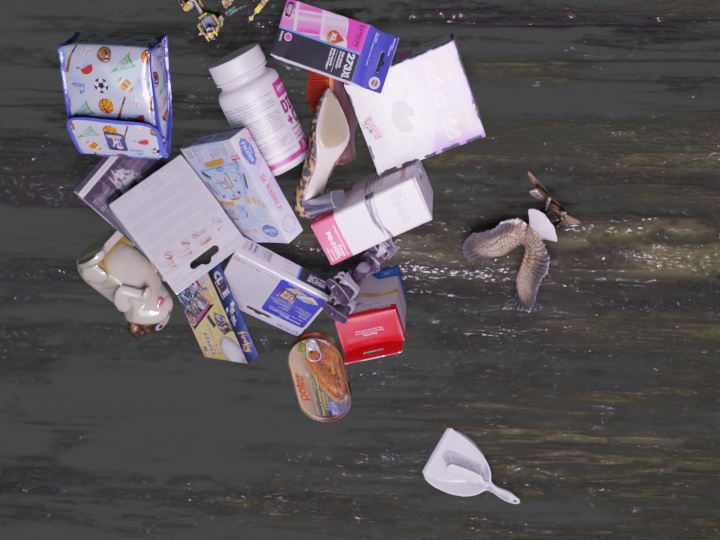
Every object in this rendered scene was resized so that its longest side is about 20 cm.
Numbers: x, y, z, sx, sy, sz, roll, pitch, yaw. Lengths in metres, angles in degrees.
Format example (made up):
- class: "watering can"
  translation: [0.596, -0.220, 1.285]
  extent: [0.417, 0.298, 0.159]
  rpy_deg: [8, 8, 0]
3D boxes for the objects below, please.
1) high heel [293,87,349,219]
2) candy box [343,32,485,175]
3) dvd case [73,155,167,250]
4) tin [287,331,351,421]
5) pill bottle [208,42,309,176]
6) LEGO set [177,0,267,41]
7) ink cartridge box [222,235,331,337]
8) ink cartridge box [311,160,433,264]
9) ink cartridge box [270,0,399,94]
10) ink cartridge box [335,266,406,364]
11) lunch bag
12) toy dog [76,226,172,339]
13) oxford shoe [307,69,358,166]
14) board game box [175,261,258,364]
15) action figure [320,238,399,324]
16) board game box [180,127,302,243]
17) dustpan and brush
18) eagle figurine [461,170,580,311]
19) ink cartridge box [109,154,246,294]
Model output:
- class: "high heel"
  translation: [-0.080, -0.192, 1.462]
  extent: [0.070, 0.141, 0.206]
  rpy_deg: [1, 85, -34]
- class: "candy box"
  translation: [0.092, -0.279, 1.470]
  extent: [0.196, 0.072, 0.171]
  rpy_deg: [-18, 113, 13]
- class: "dvd case"
  translation: [-0.391, -0.131, 1.569]
  extent: [0.200, 0.016, 0.150]
  rpy_deg: [43, 75, -16]
- class: "tin"
  translation: [-0.080, 0.211, 1.737]
  extent: [0.109, 0.042, 0.204]
  rpy_deg: [-9, 119, 4]
- class: "pill bottle"
  translation: [-0.171, -0.270, 1.474]
  extent: [0.111, 0.114, 0.203]
  rpy_deg: [-20, 113, 14]
- class: "LEGO set"
  translation: [-0.221, -0.459, 1.383]
  extent: [0.196, 0.117, 0.156]
  rpy_deg: [-20, 113, 14]
- class: "ink cartridge box"
  translation: [-0.167, 0.035, 1.633]
  extent: [0.194, 0.048, 0.200]
  rpy_deg: [26, 151, -11]
- class: "ink cartridge box"
  translation: [0.025, -0.109, 1.516]
  extent: [0.196, 0.145, 0.086]
  rpy_deg: [-24, 110, 15]
- class: "ink cartridge box"
  translation: [-0.043, -0.365, 1.417]
  extent: [0.196, 0.037, 0.097]
  rpy_deg: [21, 96, 11]
- class: "ink cartridge box"
  translation: [0.020, 0.079, 1.577]
  extent: [0.113, 0.201, 0.069]
  rpy_deg: [-13, 116, 11]
- class: "lunch bag"
  translation: [-0.410, -0.290, 1.479]
  extent: [0.165, 0.125, 0.204]
  rpy_deg: [4, 118, 2]
- class: "toy dog"
  translation: [-0.435, 0.033, 1.632]
  extent: [0.191, 0.141, 0.201]
  rpy_deg: [-24, 114, 35]
- class: "oxford shoe"
  translation: [-0.044, -0.283, 1.494]
  extent: [0.071, 0.071, 0.205]
  rpy_deg: [-14, 110, -33]
- class: "board game box"
  translation: [-0.283, 0.079, 1.659]
  extent: [0.133, 0.035, 0.204]
  rpy_deg: [3, 122, 41]
- class: "action figure"
  translation: [0.000, 0.000, 1.548]
  extent: [0.069, 0.201, 0.131]
  rpy_deg: [36, 133, 2]
- class: "board game box"
  translation: [-0.209, -0.142, 1.511]
  extent: [0.198, 0.041, 0.202]
  rpy_deg: [5, 129, 54]
- class: "dustpan and brush"
  translation: [0.241, 0.428, 1.805]
  extent: [0.196, 0.058, 0.142]
  rpy_deg: [24, 115, -7]
- class: "eagle figurine"
  translation: [0.290, -0.042, 1.541]
  extent: [0.149, 0.153, 0.201]
  rpy_deg: [30, 111, -33]
- class: "ink cartridge box"
  translation: [-0.320, -0.078, 1.533]
  extent: [0.159, 0.047, 0.201]
  rpy_deg: [-37, 85, -19]
